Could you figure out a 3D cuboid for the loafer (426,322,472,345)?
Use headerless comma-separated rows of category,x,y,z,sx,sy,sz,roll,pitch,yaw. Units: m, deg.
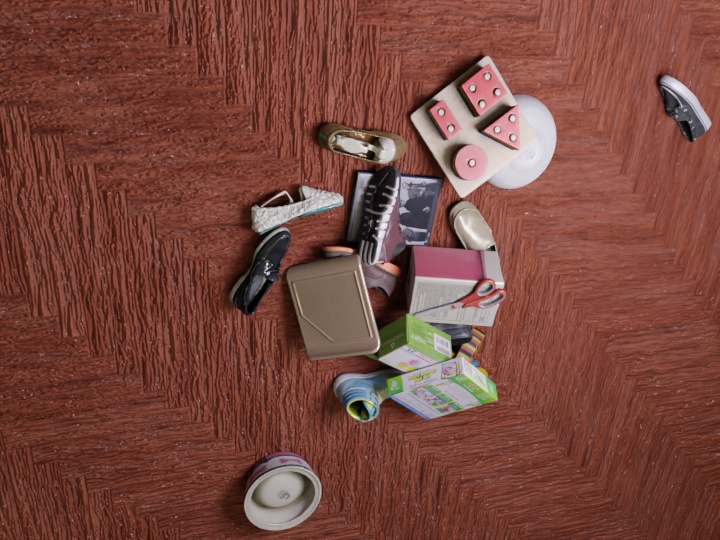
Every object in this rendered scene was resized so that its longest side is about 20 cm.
loafer,0.165,0.142,1.518,0.193,0.075,0.073,-5,156,-2

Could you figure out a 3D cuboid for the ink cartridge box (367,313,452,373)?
ink cartridge box,0.091,0.194,1.450,0.145,0.078,0.198,27,136,-31

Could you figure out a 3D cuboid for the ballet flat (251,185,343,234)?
ballet flat,-0.129,-0.132,1.279,0.194,0.072,0.074,-20,120,-9

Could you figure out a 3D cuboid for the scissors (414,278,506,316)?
scissors,0.213,0.077,1.359,0.196,0.014,0.073,-29,125,21

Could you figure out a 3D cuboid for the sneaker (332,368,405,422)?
sneaker,0.040,0.302,1.510,0.193,0.131,0.082,-4,116,-17

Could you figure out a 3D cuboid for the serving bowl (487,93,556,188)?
serving bowl,0.341,-0.267,1.370,0.193,0.066,0.206,-8,118,-15

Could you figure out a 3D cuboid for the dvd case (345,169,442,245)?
dvd case,0.071,-0.132,1.369,0.193,0.025,0.155,2,114,-19

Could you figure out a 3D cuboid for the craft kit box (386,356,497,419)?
craft kit box,0.189,0.275,1.464,0.193,0.050,0.199,-18,145,27

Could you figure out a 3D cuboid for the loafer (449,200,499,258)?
loafer,0.267,-0.071,1.439,0.075,0.069,0.201,-37,121,3

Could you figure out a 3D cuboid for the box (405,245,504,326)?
box,0.202,0.033,1.405,0.193,0.111,0.131,4,130,-3

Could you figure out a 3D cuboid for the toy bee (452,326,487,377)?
toy bee,0.246,0.243,1.554,0.127,0.108,0.208,9,103,26

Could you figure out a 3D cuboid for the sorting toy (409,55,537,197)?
sorting toy,0.233,-0.286,1.279,0.198,0.070,0.201,-36,99,3

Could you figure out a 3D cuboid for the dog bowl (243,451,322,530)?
dog bowl,-0.197,0.538,1.580,0.193,0.074,0.206,-8,117,-16

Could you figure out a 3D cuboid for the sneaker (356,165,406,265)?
sneaker,0.060,-0.110,1.334,0.114,0.074,0.206,7,103,-50

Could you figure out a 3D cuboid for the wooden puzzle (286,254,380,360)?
wooden puzzle,-0.056,0.079,1.344,0.180,0.037,0.207,-9,97,26

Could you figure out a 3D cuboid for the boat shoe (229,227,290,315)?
boat shoe,-0.195,0.008,1.308,0.201,0.066,0.074,-50,147,12

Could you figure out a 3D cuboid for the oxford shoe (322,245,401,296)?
oxford shoe,0.000,0.000,1.371,0.195,0.071,0.075,21,84,-26

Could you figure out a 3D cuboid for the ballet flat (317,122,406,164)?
ballet flat,0.011,-0.246,1.263,0.194,0.073,0.070,10,112,-23

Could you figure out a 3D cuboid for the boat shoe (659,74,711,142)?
boat shoe,0.732,-0.365,1.455,0.197,0.069,0.057,32,103,-31
